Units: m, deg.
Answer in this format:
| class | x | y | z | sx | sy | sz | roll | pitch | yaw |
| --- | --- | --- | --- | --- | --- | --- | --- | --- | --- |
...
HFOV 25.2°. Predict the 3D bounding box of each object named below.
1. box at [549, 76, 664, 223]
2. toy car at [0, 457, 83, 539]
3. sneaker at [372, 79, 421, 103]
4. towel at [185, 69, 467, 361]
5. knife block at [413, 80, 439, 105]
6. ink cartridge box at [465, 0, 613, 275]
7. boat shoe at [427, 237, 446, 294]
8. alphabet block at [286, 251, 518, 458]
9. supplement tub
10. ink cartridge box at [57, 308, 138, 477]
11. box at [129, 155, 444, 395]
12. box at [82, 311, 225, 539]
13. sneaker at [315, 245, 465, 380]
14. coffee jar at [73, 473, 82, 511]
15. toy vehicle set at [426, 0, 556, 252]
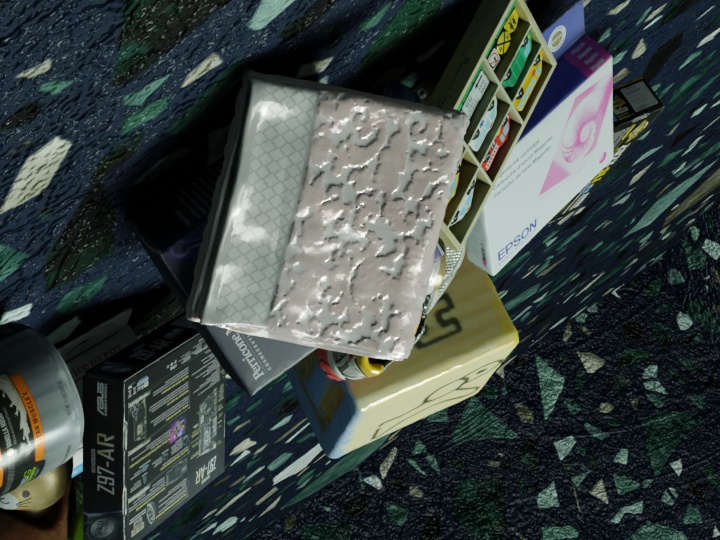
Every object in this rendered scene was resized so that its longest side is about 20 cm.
| class | x | y | z | sx | sy | sz | roll | pitch | yaw |
| --- | --- | --- | --- | --- | --- | --- | --- | --- | --- |
| box | 0.223 | -0.115 | 1.770 | 0.159 | 0.050 | 0.200 | -26 | 161 | -37 |
| toy car | -0.307 | 0.189 | 1.420 | 0.201 | 0.162 | 0.159 | 103 | 8 | -45 |
| sneaker | 0.029 | -0.096 | 1.436 | 0.200 | 0.084 | 0.078 | 119 | -11 | -58 |
| towel | -0.023 | -0.039 | 1.226 | 0.189 | 0.032 | 0.203 | 9 | 103 | -24 |
| knife block | 0.080 | -0.130 | 1.573 | 0.200 | 0.064 | 0.175 | -42 | 167 | 22 |
| ink cartridge box | 0.169 | -0.124 | 1.542 | 0.196 | 0.043 | 0.201 | -43 | 147 | -22 |
| boat shoe | -0.011 | -0.006 | 1.441 | 0.069 | 0.072 | 0.199 | 10 | 167 | -38 |
| alphabet block | 0.025 | 0.059 | 1.747 | 0.198 | 0.198 | 0.196 | -22 | 165 | -20 |
| supplement tub | -0.322 | 0.129 | 1.233 | 0.199 | 0.123 | 0.123 | -28 | 165 | -41 |
| ink cartridge box | -0.260 | 0.126 | 1.542 | 0.115 | 0.067 | 0.200 | -32 | 167 | -28 |
| box | -0.059 | -0.025 | 1.291 | 0.199 | 0.149 | 0.104 | -37 | -154 | -8 |
| box | -0.184 | 0.141 | 1.467 | 0.200 | 0.043 | 0.162 | -36 | 131 | -63 |
| sneaker | 0.046 | 0.036 | 1.602 | 0.201 | 0.078 | 0.082 | -52 | -152 | -20 |
| coffee jar | -0.318 | 0.256 | 1.825 | 0.200 | 0.086 | 0.104 | -40 | 168 | 11 |
| toy vehicle set | 0.100 | -0.132 | 1.405 | 0.202 | 0.026 | 0.124 | -62 | 148 | -11 |
